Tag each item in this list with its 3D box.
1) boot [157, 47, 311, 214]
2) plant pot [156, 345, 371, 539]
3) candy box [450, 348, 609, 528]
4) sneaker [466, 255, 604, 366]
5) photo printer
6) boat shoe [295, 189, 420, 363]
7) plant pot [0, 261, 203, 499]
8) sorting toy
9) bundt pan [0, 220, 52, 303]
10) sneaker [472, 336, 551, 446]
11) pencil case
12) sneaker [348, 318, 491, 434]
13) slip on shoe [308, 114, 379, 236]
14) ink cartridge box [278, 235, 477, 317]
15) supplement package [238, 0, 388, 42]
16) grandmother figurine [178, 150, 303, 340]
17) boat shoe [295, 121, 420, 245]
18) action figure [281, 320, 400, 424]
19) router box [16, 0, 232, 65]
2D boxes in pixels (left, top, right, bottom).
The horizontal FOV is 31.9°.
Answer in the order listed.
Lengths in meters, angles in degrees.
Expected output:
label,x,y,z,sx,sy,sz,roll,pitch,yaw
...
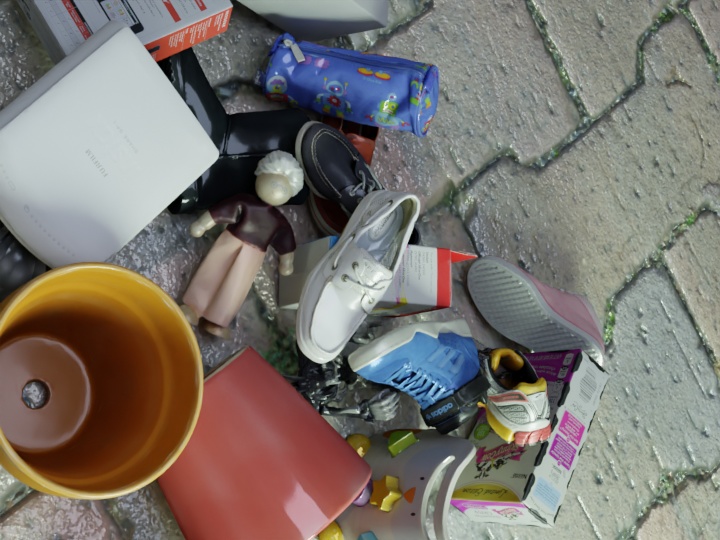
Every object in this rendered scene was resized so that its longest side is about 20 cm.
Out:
label,x,y,z,sx,sy,sz,roll,pitch,yaw
boot,-0.137,-0.162,1.349,0.166,0.076,0.203,-10,92,-32
plant pot,-0.116,0.186,1.247,0.200,0.200,0.178,-37,92,-32
candy box,0.193,0.193,1.466,0.061,0.136,0.202,38,62,-27
sneaker,0.219,0.047,1.559,0.200,0.076,0.105,38,26,0
photo printer,-0.249,-0.105,1.162,0.200,0.069,0.167,-45,114,-22
boat shoe,0.000,0.000,1.276,0.071,0.069,0.202,35,69,-25
plant pot,-0.270,0.106,1.150,0.198,0.183,0.203,7,77,-31
sorting toy,0.055,0.246,1.341,0.106,0.179,0.202,26,68,-27
bundt pan,-0.318,-0.065,1.215,0.200,0.075,0.205,7,77,-31
sneaker,0.156,0.114,1.431,0.077,0.200,0.083,-12,119,-26
pencil case,-0.012,-0.207,1.381,0.197,0.087,0.079,14,61,8
sneaker,0.070,0.116,1.318,0.199,0.076,0.112,-3,67,-58
slip on shoe,-0.015,-0.134,1.436,0.073,0.061,0.203,17,74,-32
ink cartridge box,0.021,0.011,1.399,0.198,0.116,0.068,6,80,-31
supplement package,-0.066,-0.344,1.364,0.199,0.119,0.123,22,67,-55
grandmother figurine,-0.116,-0.030,1.309,0.120,0.060,0.202,24,95,-36
boat shoe,0.002,-0.090,1.376,0.073,0.062,0.200,-58,133,-21
action figure,0.002,0.107,1.379,0.198,0.102,0.120,-10,84,-37
router box,-0.254,-0.297,1.261,0.178,0.049,0.201,-28,78,-23
